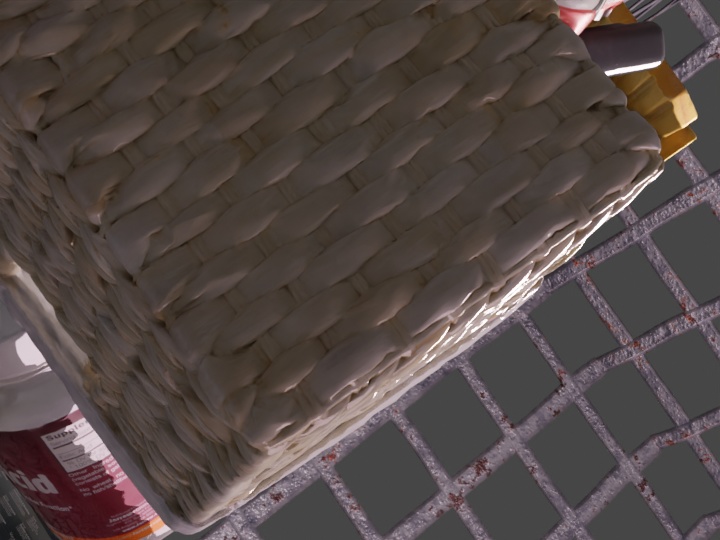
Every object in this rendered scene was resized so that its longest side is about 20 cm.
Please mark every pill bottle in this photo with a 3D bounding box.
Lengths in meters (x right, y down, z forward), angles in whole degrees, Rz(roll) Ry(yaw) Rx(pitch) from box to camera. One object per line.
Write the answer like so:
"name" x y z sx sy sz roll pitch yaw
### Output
"pill bottle" -0.165 0.065 0.792 0.114 0.114 0.200 -35 139 -13

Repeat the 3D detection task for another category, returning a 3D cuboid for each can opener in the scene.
"can opener" 0.109 -0.148 0.887 0.200 0.067 0.053 -15 -167 -35

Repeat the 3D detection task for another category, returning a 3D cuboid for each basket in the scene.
"basket" -0.035 -0.040 0.525 0.200 0.198 0.161 -34 174 -21

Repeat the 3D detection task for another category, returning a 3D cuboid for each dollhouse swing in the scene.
"dollhouse swing" 0.159 -0.147 1.151 0.182 0.200 0.176 -35 179 18

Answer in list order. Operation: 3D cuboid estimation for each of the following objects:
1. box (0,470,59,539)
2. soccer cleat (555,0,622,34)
"box" -0.249 0.133 1.056 0.046 0.200 0.159 -33 178 9
"soccer cleat" 0.135 -0.196 0.849 0.200 0.069 0.085 -50 163 -64
